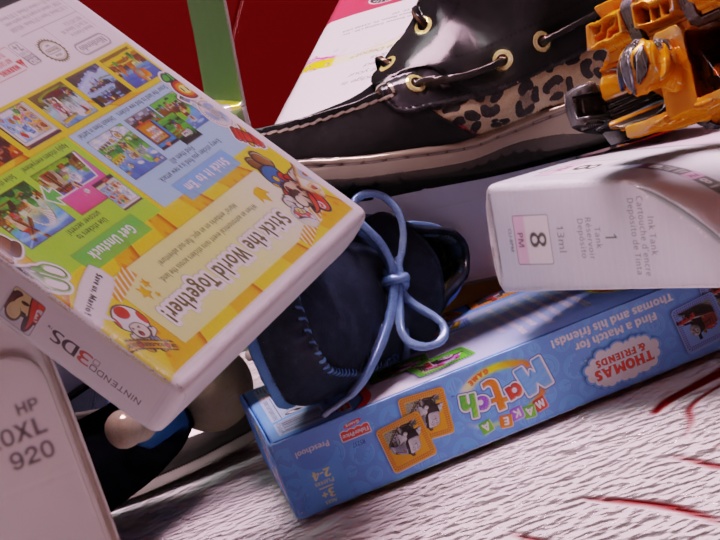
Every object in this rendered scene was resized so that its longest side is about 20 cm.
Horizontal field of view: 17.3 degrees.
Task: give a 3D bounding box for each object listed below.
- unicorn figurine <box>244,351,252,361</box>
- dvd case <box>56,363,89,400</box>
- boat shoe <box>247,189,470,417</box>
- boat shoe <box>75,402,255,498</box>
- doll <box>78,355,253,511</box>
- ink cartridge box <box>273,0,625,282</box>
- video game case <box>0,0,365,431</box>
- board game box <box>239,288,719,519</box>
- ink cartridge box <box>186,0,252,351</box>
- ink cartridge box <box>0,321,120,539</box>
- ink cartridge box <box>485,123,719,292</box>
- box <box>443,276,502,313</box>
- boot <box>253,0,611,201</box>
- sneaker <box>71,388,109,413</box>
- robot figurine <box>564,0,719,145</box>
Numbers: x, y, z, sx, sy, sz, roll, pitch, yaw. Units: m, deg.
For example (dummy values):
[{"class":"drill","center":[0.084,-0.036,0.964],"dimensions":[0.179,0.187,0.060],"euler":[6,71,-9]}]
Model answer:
[{"class":"unicorn figurine","center":[0.035,0.005,1.238],"dimensions":[0.137,0.074,0.200],"euler":[-12,25,37]},{"class":"dvd case","center":[-0.175,0.003,0.949],"dimensions":[0.142,0.200,0.018],"euler":[-34,47,3]},{"class":"boat shoe","center":[0.000,0.000,0.941],"dimensions":[0.068,0.085,0.200],"euler":[-16,10,14]},{"class":"boat shoe","center":[-0.139,0.084,1.124],"dimensions":[0.199,0.057,0.067],"euler":[-20,6,15]},{"class":"doll","center":[-0.124,0.087,1.011],"dimensions":[0.199,0.049,0.136],"euler":[-28,-11,-33]},{"class":"ink cartridge box","center":[0.049,-0.076,1.111],"dimensions":[0.147,0.086,0.200],"euler":[-12,28,20]},{"class":"video game case","center":[-0.101,-0.039,0.790],"dimensions":[0.023,0.182,0.200],"euler":[-55,-4,23]},{"class":"board game box","center":[0.053,0.038,0.975],"dimensions":[0.199,0.037,0.151],"euler":[-22,7,-5]},{"class":"ink cartridge box","center":[-0.076,-0.070,1.046],"dimensions":[0.048,0.201,0.146],"euler":[-15,7,-9]},{"class":"ink cartridge box","center":[-0.168,0.080,0.833],"dimensions":[0.146,0.145,0.200],"euler":[-22,6,-8]},{"class":"ink cartridge box","center":[0.172,-0.030,0.882],"dimensions":[0.162,0.057,0.199],"euler":[-16,7,-41]},{"class":"box","center":[0.033,-0.008,1.148],"dimensions":[0.199,0.042,0.119],"euler":[-13,33,21]},{"class":"boot","center":[0.032,-0.112,0.949],"dimensions":[0.199,0.152,0.073],"euler":[-12,-2,1]},{"class":"sneaker","center":[-0.127,0.002,1.190],"dimensions":[0.201,0.080,0.146],"euler":[-54,-33,4]},{"class":"robot figurine","center":[0.168,-0.086,0.857],"dimensions":[0.199,0.059,0.145],"euler":[-6,-9,-35]}]
